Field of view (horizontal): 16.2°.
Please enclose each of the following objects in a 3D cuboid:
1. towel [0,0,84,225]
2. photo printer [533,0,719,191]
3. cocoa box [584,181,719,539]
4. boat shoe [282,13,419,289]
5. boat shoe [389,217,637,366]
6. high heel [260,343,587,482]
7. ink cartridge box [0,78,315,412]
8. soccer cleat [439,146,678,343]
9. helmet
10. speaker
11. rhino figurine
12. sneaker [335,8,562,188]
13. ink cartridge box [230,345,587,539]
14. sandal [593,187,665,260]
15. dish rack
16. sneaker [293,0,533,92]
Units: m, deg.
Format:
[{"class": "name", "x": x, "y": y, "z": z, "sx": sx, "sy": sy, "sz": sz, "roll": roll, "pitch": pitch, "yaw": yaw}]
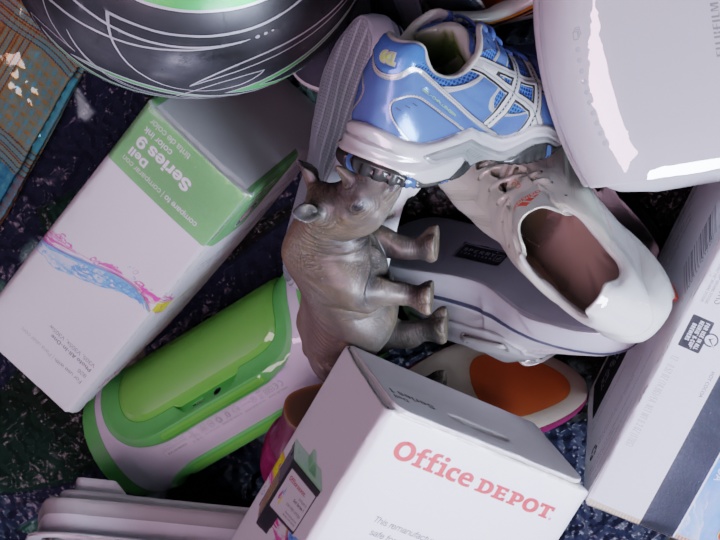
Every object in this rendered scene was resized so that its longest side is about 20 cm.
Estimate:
[{"class": "towel", "x": -0.256, "y": -0.123, "z": 1.590, "sx": 0.146, "sy": 0.022, "sz": 0.200, "roll": 34, "pitch": 118, "yaw": 0}, {"class": "photo printer", "x": 0.194, "y": -0.132, "z": 1.363, "sx": 0.198, "sy": 0.069, "sz": 0.168, "roll": -9, "pitch": 95, "yaw": -5}, {"class": "cocoa box", "x": 0.226, "y": 0.048, "z": 1.440, "sx": 0.130, "sy": 0.134, "sz": 0.201, "roll": 22, "pitch": 118, "yaw": -5}, {"class": "boat shoe", "x": 0.007, "y": -0.067, "z": 1.451, "sx": 0.066, "sy": 0.074, "sz": 0.201, "roll": 4, "pitch": 139, "yaw": -16}, {"class": "boat shoe", "x": 0.096, "y": 0.021, "z": 1.490, "sx": 0.199, "sy": 0.073, "sz": 0.066, "roll": 22, "pitch": 141, "yaw": 46}, {"class": "high heel", "x": 0.037, "y": 0.095, "z": 1.542, "sx": 0.198, "sy": 0.068, "sz": 0.096, "roll": -2, "pitch": 150, "yaw": -14}, {"class": "ink cartridge box", "x": -0.123, "y": -0.027, "z": 1.518, "sx": 0.087, "sy": 0.145, "sz": 0.200, "roll": 41, "pitch": 119, "yaw": 2}, {"class": "soccer cleat", "x": 0.097, "y": -0.034, "z": 1.398, "sx": 0.069, "sy": 0.077, "sz": 0.200, "roll": -53, "pitch": 54, "yaw": 13}, {"class": "helmet", "x": -0.092, "y": -0.188, "z": 1.396, "sx": 0.199, "sy": 0.200, "sz": 0.192, "roll": 20, "pitch": 84, "yaw": 8}, {"class": "speaker", "x": -0.078, "y": 0.067, "z": 1.580, "sx": 0.199, "sy": 0.089, "sz": 0.089, "roll": -31, "pitch": 101, "yaw": 26}, {"class": "rhino figurine", "x": 0.000, "y": 0.000, "z": 1.424, "sx": 0.087, "sy": 0.060, "sz": 0.201, "roll": 2, "pitch": 139, "yaw": 10}, {"class": "sneaker", "x": 0.064, "y": -0.101, "z": 1.368, "sx": 0.075, "sy": 0.200, "sz": 0.078, "roll": 21, "pitch": 114, "yaw": 26}, {"class": "ink cartridge box", "x": 0.013, "y": 0.163, "z": 1.442, "sx": 0.144, "sy": 0.084, "sz": 0.201, "roll": 23, "pitch": 106, "yaw": -28}, {"class": "sandal", "x": 0.105, "y": -0.061, "z": 1.490, "sx": 0.200, "sy": 0.043, "sz": 0.076, "roll": 43, "pitch": 118, "yaw": -4}, {"class": "dish rack", "x": -0.110, "y": 0.163, "z": 1.585, "sx": 0.198, "sy": 0.172, "sz": 0.044, "roll": 6, "pitch": 79, "yaw": -8}, {"class": "sneaker", "x": 0.035, "y": -0.160, "z": 1.440, "sx": 0.199, "sy": 0.079, "sz": 0.079, "roll": -21, "pitch": 79, "yaw": 21}]
